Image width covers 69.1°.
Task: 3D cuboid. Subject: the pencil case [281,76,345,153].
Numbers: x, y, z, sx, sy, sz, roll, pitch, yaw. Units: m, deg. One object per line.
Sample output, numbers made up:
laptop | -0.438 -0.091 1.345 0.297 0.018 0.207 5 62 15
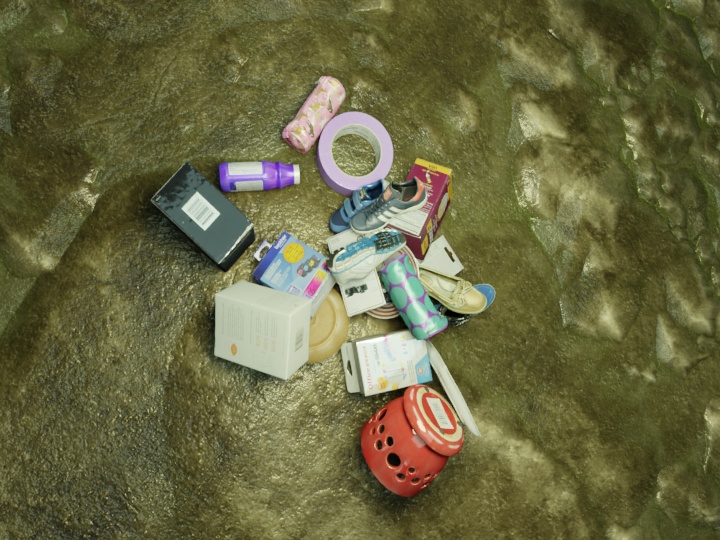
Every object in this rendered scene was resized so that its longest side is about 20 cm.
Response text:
pencil case | -0.119 -0.399 1.338 0.085 0.083 0.203 33 79 -5

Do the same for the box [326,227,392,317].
box | 0.000 0.000 1.296 0.114 0.060 0.206 -21 82 27

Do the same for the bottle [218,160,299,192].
bottle | -0.249 -0.234 1.293 0.194 0.083 0.068 -5 84 -11

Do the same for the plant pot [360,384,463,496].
plant pot | 0.123 0.382 1.208 0.199 0.201 0.184 37 115 -5

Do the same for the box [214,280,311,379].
box | -0.221 0.130 1.181 0.195 0.106 0.157 14 111 20

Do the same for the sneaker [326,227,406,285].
sneaker | 0.018 -0.028 1.220 0.195 0.088 0.076 -23 44 -5

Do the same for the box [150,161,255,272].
box | -0.350 -0.112 1.200 0.200 0.198 0.124 43 80 -3

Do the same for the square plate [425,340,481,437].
square plate | 0.211 0.277 1.254 0.028 0.200 0.202 -27 105 1

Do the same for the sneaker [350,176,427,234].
sneaker | 0.060 -0.159 1.220 0.196 0.085 0.076 -29 61 0

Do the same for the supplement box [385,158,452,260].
supplement box | 0.151 -0.154 1.318 0.101 0.131 0.204 21 73 18

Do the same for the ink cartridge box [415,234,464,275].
ink cartridge box | 0.162 0.009 1.366 0.198 0.050 0.110 -35 90 -14

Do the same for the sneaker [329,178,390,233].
sneaker | -0.001 -0.166 1.310 0.197 0.082 0.075 -30 60 12

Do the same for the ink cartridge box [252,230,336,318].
ink cartridge box | -0.165 0.003 1.262 0.197 0.077 0.138 30 72 16

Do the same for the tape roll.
tape roll | -0.016 -0.301 1.357 0.194 0.066 0.207 1 83 -11

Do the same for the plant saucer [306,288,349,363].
plant saucer | -0.124 0.121 1.277 0.193 0.036 0.207 0 73 0

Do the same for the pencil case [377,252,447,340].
pencil case | 0.122 0.062 1.219 0.091 0.085 0.203 -24 79 -30

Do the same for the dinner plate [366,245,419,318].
dinner plate | 0.060 0.017 1.310 0.195 0.024 0.207 1 92 29

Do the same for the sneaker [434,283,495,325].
sneaker | 0.278 0.087 1.349 0.195 0.111 0.079 -18 87 -13

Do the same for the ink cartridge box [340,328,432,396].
ink cartridge box | 0.057 0.224 1.282 0.194 0.125 0.133 -11 86 -13

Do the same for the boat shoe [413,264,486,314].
boat shoe | 0.214 0.043 1.276 0.197 0.063 0.074 28 74 21
